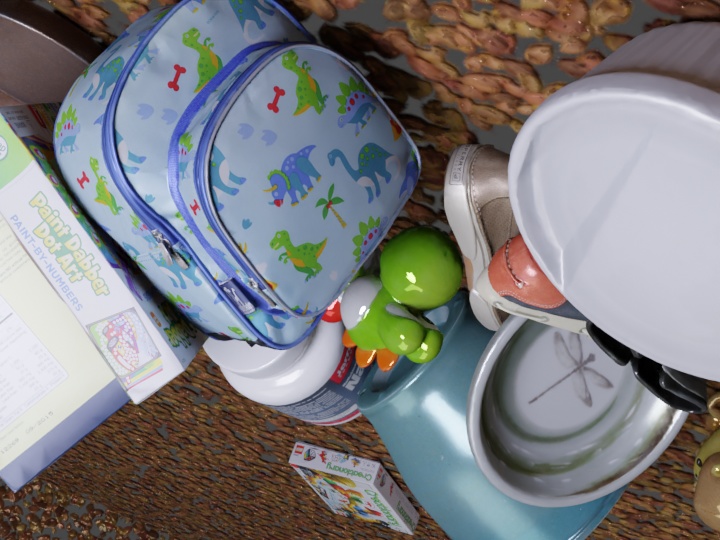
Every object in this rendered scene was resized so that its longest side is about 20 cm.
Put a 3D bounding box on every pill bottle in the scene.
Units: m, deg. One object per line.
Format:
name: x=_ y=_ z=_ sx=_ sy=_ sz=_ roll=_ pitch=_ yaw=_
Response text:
pill bottle: x=-0.057 y=0.062 z=1.115 sx=0.119 sy=0.120 sz=0.200 roll=12 pitch=171 yaw=22

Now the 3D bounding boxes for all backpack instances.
backpack: x=-0.072 y=-0.072 z=0.805 sx=0.200 sy=0.183 sz=0.147 roll=46 pitch=156 yaw=-23

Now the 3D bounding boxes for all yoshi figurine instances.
yoshi figurine: x=0.012 y=-0.010 z=0.958 sx=0.200 sy=0.112 sz=0.113 roll=42 pitch=139 yaw=49

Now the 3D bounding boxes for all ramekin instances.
ramekin: x=0.187 y=-0.042 z=0.697 sx=0.202 sy=0.094 sz=0.203 roll=28 pitch=148 yaw=19

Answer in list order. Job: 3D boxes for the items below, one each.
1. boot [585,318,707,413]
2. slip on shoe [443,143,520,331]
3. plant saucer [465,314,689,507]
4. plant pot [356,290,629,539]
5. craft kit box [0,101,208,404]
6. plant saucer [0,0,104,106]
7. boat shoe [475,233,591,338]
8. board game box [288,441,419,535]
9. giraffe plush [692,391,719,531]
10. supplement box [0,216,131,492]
boot: x=0.227 y=0.038 z=0.842 sx=0.199 sy=0.131 sz=0.068 roll=32 pitch=155 yaw=-24
slip on shoe: x=0.110 y=-0.017 z=0.915 sx=0.060 sy=0.076 sz=0.200 roll=6 pitch=146 yaw=22
plant saucer: x=0.162 y=0.081 z=0.971 sx=0.200 sy=0.200 sz=0.050 roll=37 pitch=-175 yaw=-32
plant pot: x=0.106 y=0.126 z=1.096 sx=0.188 sy=0.200 sz=0.200 roll=43 pitch=153 yaw=-10
craft kit box: x=-0.175 y=-0.022 z=0.878 sx=0.198 sy=0.048 sz=0.200 roll=58 pitch=-174 yaw=-7
plant saucer: x=-0.252 y=-0.151 z=0.986 sx=0.199 sy=0.035 sz=0.201 roll=19 pitch=158 yaw=8
boat shoe: x=0.166 y=0.017 z=0.877 sx=0.199 sy=0.072 sz=0.063 roll=16 pitch=136 yaw=-37
board game box: x=-0.005 y=0.296 z=1.754 sx=0.125 sy=0.035 sz=0.200 roll=10 pitch=155 yaw=25
giraffe plush: x=0.347 y=0.178 z=1.066 sx=0.161 sy=0.174 sz=0.200 roll=22 pitch=-166 yaw=26
supplement box: x=-0.250 y=0.018 z=0.958 sx=0.200 sy=0.134 sz=0.200 roll=51 pitch=-175 yaw=-9
